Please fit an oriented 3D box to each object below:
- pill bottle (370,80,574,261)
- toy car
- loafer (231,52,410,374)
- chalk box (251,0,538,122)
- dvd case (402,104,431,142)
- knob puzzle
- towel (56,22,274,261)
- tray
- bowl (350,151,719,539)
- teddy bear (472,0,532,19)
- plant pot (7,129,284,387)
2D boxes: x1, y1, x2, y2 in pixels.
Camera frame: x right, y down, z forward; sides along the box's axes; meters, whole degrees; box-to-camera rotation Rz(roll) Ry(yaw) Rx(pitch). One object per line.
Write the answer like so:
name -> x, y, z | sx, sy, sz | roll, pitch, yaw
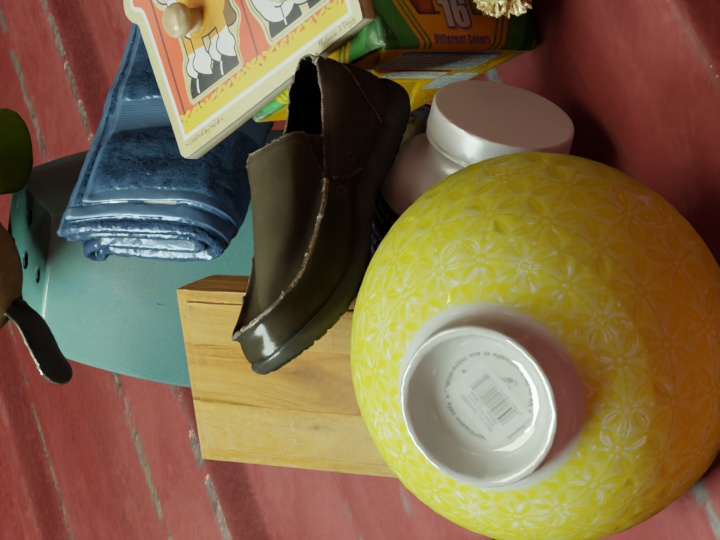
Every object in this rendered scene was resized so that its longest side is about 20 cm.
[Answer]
pill bottle -> 0.054, 0.003, 1.574 | 0.112, 0.112, 0.200 | -123, 40, -52
toy car -> -0.258, 0.011, 1.757 | 0.200, 0.164, 0.158 | 52, 138, 36
loafer -> -0.035, -0.033, 1.507 | 0.073, 0.071, 0.200 | -36, 28, 43
chalk box -> -0.003, -0.198, 1.633 | 0.124, 0.125, 0.200 | -24, 76, 47
dvd case -> 0.000, 0.000, 1.674 | 0.200, 0.018, 0.143 | -56, -22, -63
knob puzzle -> -0.082, -0.189, 1.609 | 0.220, 0.030, 0.220 | 5, 97, 49
towel -> -0.106, -0.093, 1.775 | 0.049, 0.112, 0.200 | 68, -150, -46
tray -> -0.008, 0.057, 1.546 | 0.200, 0.037, 0.099 | 2, 106, 39
bowl -> 0.075, 0.051, 1.401 | 0.108, 0.200, 0.200 | -35, -43, -63
teddy bear -> 0.080, -0.207, 1.504 | 0.200, 0.067, 0.145 | 74, -166, -47
plant pot -> -0.121, -0.007, 1.866 | 0.141, 0.200, 0.141 | -138, 53, -60
